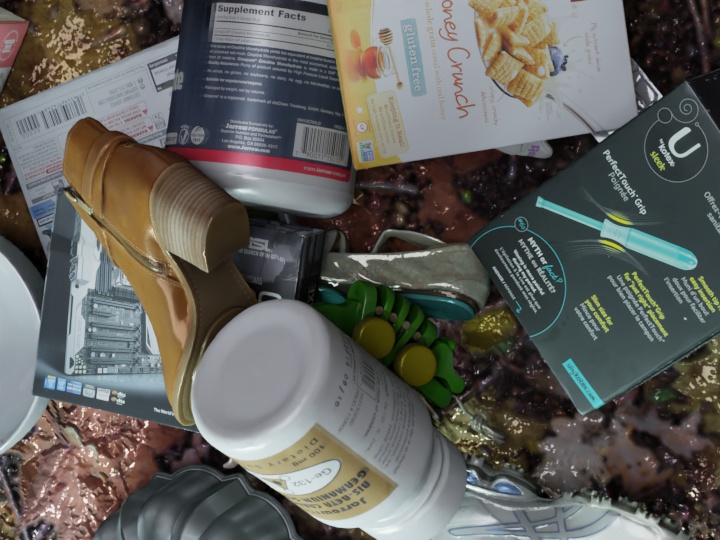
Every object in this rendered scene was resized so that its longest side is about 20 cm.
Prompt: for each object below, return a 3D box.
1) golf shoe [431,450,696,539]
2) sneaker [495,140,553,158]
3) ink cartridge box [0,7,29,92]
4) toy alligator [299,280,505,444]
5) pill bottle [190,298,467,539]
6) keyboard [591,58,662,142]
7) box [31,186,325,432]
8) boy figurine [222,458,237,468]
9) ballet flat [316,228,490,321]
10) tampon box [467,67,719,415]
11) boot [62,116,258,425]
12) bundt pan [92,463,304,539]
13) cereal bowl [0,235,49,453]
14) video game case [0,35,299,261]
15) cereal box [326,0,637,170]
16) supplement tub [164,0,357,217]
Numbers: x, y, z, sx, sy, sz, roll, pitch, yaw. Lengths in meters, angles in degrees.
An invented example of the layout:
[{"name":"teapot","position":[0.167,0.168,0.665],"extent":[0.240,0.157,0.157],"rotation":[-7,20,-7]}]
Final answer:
[{"name":"golf shoe","position":[0.144,0.200,1.564],"extent":[0.200,0.078,0.097],"rotation":[12,78,24]},{"name":"sneaker","position":[0.137,-0.174,1.549],"extent":[0.100,0.075,0.200],"rotation":[23,100,-4]},{"name":"ink cartridge box","position":[-0.338,-0.112,1.668],"extent":[0.067,0.116,0.200],"rotation":[28,104,12]},{"name":"toy alligator","position":[0.041,0.057,1.574],"extent":[0.200,0.059,0.054],"rotation":[33,84,-26]},{"name":"pill bottle","position":[-0.015,0.113,1.510],"extent":[0.114,0.200,0.114],"rotation":[-21,50,27]},{"name":"keyboard","position":[0.232,-0.058,1.555],"extent":[0.056,0.011,0.200],"rotation":[-39,84,17]},{"name":"box","position":[-0.133,0.032,1.592],"extent":[0.200,0.050,0.158],"rotation":[12,99,18]},{"name":"boy figurine","position":[-0.081,0.090,1.639],"extent":[0.200,0.064,0.125],"rotation":[7,95,19]},{"name":"ballet flat","position":[0.000,0.000,1.615],"extent":[0.200,0.067,0.062],"rotation":[4,69,13]},{"name":"tampon box","position":[0.208,-0.023,1.481],"extent":[0.200,0.126,0.150],"rotation":[-36,83,31]},{"name":"boot","position":[-0.149,-0.001,1.527],"extent":[0.155,0.077,0.200],"rotation":[31,138,33]},{"name":"bundt pan","position":[-0.131,0.251,1.643],"extent":[0.202,0.076,0.202],"rotation":[6,101,30]},{"name":"cereal bowl","position":[-0.319,0.053,1.696],"extent":[0.200,0.083,0.200],"rotation":[2,97,16]},{"name":"video game case","position":[-0.162,-0.071,1.668],"extent":[0.200,0.022,0.183],"rotation":[-20,90,17]},{"name":"cereal box","position":[0.082,-0.155,1.492],"extent":[0.200,0.040,0.144],"rotation":[-10,101,0]},{"name":"supplement tub","position":[-0.062,-0.144,1.561],"extent":[0.140,0.140,0.200],"rotation":[7,88,16]}]
